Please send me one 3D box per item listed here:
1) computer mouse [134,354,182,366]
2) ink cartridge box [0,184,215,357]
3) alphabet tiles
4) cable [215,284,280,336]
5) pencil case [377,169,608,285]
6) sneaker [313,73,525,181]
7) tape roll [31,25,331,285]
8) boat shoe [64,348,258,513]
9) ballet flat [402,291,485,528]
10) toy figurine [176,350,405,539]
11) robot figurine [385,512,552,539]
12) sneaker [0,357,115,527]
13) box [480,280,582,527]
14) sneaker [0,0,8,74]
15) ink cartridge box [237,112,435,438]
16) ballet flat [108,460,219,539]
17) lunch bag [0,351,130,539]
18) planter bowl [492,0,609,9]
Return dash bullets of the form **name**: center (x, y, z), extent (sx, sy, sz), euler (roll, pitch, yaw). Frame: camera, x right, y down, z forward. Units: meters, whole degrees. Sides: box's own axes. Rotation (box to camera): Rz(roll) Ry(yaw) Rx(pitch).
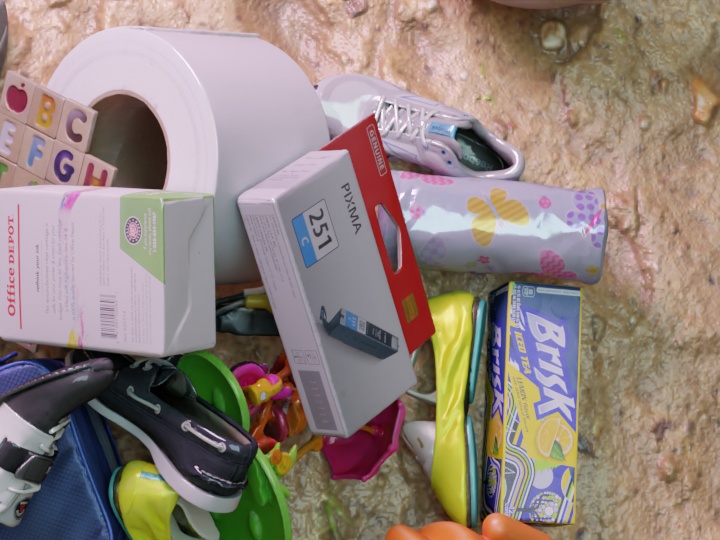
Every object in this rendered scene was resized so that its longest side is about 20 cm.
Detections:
- **computer mouse**: center (-0.185, 0.077, 1.665), extent (0.199, 0.034, 0.059), euler (34, 76, -18)
- **ink cartridge box**: center (-0.205, -0.004, 1.527), extent (0.067, 0.199, 0.118), euler (-11, 103, -57)
- **alphabet tiles**: center (-0.265, -0.046, 1.612), extent (0.166, 0.006, 0.201), euler (27, 108, 32)
- **cable**: center (-0.117, 0.026, 1.663), extent (0.198, 0.097, 0.051), euler (3, 93, -18)
- **pencil case**: center (0.109, -0.034, 1.717), extent (0.198, 0.091, 0.084), euler (4, 73, 0)
- **sneaker**: center (0.053, -0.120, 1.739), extent (0.199, 0.087, 0.075), euler (19, 79, -8)
- **tape roll**: center (-0.141, -0.087, 1.608), extent (0.139, 0.202, 0.204), euler (-5, 80, -51)
- **boat shoe**: center (-0.147, 0.101, 1.548), extent (0.200, 0.075, 0.061), euler (38, 111, 30)
- **ballet flat**: center (0.068, 0.116, 1.713), extent (0.066, 0.067, 0.202), euler (2, 76, 4)
- **toy figurine**: center (-0.047, 0.119, 1.645), extent (0.184, 0.150, 0.201), euler (-28, 122, -37)
- **robot figurine**: center (0.090, 0.278, 1.652), extent (0.200, 0.116, 0.145), euler (34, 51, -33)
- **sneaker**: center (-0.251, 0.136, 1.501), extent (0.199, 0.074, 0.089), euler (-31, 84, 13)
- **box**: center (0.144, 0.113, 1.733), extent (0.069, 0.064, 0.202), euler (5, 80, -12)
- **sneaker**: center (-0.347, -0.143, 1.660), extent (0.080, 0.071, 0.201), euler (20, 71, 10)
- **ink cartridge box**: center (0.000, 0.000, 1.590), extent (0.176, 0.044, 0.201), euler (-36, 117, -43)
- **ballet flat**: center (-0.136, 0.218, 1.590), extent (0.066, 0.201, 0.067), euler (-2, 48, 14)
- **lunch bag**: center (-0.261, 0.158, 1.601), extent (0.135, 0.132, 0.201), euler (-20, 84, 4)
- **planter bowl**: center (0.172, -0.306, 1.755), extent (0.134, 0.200, 0.202), euler (24, 75, -36)
